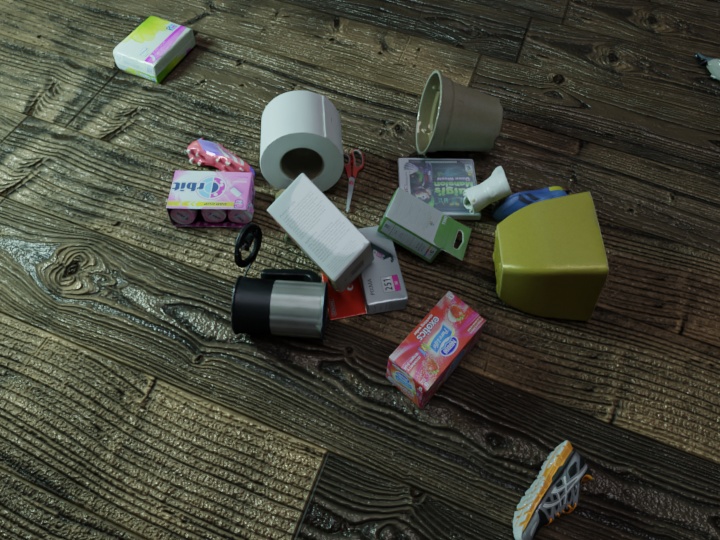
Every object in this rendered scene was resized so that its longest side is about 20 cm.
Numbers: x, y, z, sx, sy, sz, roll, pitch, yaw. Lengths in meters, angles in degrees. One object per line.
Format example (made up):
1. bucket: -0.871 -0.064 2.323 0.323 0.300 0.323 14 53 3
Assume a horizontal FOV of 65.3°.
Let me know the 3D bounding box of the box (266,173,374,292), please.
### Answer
1. box: -0.077 -0.072 1.153 0.106 0.152 0.200 -44 79 -4

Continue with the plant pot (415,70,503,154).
1. plant pot: 0.253 -0.382 1.421 0.178 0.202 0.205 8 55 -10

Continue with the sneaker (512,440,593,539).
1. sneaker: 0.334 0.392 0.969 0.077 0.079 0.200 40 65 13

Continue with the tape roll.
1. tape roll: -0.139 -0.299 1.333 0.196 0.205 0.142 -3 55 -4

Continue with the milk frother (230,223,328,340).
1. milk frother: -0.157 0.024 1.122 0.182 0.203 0.184 3 52 0

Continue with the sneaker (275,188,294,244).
1. sneaker: -0.149 -0.106 1.285 0.199 0.068 0.090 38 72 27

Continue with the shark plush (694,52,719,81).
1. shark plush: 1.074 -0.585 1.662 0.081 0.093 0.199 -12 34 -32

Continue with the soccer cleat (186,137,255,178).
1. soccer cleat: -0.341 -0.280 1.399 0.195 0.068 0.077 21 53 15

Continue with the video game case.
1. video game case: 0.192 -0.204 1.387 0.193 0.024 0.186 1 57 -1

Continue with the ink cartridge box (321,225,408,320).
1. ink cartridge box: 0.000 0.000 1.236 0.168 0.044 0.204 -8 57 -8

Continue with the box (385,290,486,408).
1. box: 0.148 0.154 1.105 0.099 0.096 0.199 37 63 20

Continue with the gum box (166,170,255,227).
1. gum box: -0.342 -0.168 1.321 0.193 0.067 0.116 1 55 -1

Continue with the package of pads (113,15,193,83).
1. package of pads: -0.598 -0.645 1.627 0.151 0.069 0.203 21 58 11

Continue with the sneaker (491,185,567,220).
1. sneaker: 0.409 -0.142 1.328 0.194 0.067 0.080 -12 61 -10

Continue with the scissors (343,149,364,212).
1. scissors: -0.016 -0.227 1.401 0.071 0.014 0.204 -5 55 -7

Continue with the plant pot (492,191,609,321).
1. plant pot: 0.383 -0.024 1.181 0.193 0.196 0.200 -2 56 8

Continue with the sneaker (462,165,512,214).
1. sneaker: 0.293 -0.188 1.322 0.113 0.200 0.075 -24 92 17

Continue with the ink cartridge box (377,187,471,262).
1. ink cartridge box: 0.145 -0.091 1.270 0.196 0.060 0.105 29 50 -2
